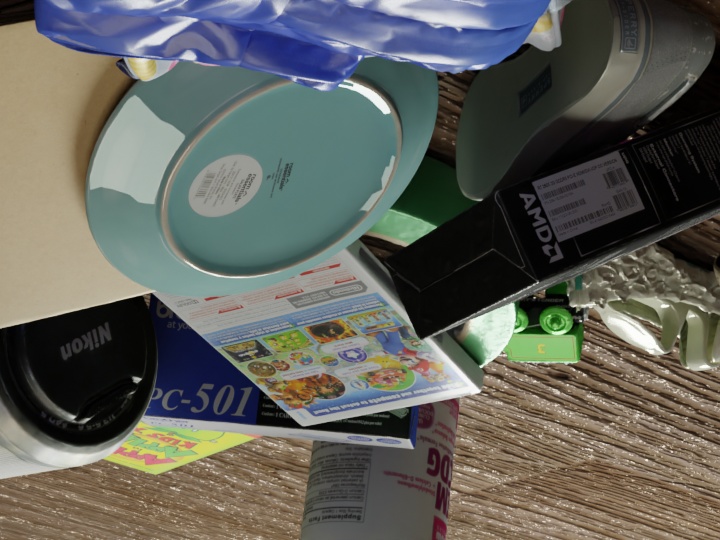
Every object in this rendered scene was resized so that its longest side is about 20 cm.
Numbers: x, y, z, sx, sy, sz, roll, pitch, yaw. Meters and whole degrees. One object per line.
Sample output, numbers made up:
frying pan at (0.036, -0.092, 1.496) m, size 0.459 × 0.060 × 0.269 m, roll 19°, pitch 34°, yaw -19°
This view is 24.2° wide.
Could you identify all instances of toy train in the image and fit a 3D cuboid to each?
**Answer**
toy train at (0.057, 0.036, 1.143) m, size 0.200 × 0.042 × 0.056 m, roll 1°, pitch 126°, yaw 16°

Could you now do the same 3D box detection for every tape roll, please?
tape roll at (0.000, 0.000, 1.038) m, size 0.200 × 0.048 × 0.201 m, roll 8°, pitch 145°, yaw 5°

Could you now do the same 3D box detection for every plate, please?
plate at (-0.043, -0.053, 0.864) m, size 0.200 × 0.026 × 0.200 m, roll -20°, pitch 142°, yaw -17°

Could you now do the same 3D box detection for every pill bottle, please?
pill bottle at (0.013, 0.184, 1.312) m, size 0.113 × 0.200 × 0.113 m, roll 6°, pitch 157°, yaw 3°

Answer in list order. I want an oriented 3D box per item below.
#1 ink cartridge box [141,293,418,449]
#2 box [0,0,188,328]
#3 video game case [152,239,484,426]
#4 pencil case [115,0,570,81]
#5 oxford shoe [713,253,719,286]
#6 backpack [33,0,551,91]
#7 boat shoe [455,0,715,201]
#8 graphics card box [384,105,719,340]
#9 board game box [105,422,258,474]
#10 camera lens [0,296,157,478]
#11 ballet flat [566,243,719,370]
ink cartridge box at (-0.057, 0.071, 1.205) m, size 0.200 × 0.094 × 0.044 m, roll 4°, pitch 164°, yaw 8°
box at (-0.145, -0.054, 0.836) m, size 0.163 × 0.021 × 0.200 m, roll -14°, pitch 139°, yaw -17°
video game case at (-0.034, 0.029, 1.032) m, size 0.143 × 0.018 × 0.200 m, roll -14°, pitch 138°, yaw 31°
pencil case at (-0.010, -0.128, 0.720) m, size 0.200 × 0.083 × 0.091 m, roll -4°, pitch -167°, yaw 4°
oxford shoe at (0.295, -0.007, 0.958) m, size 0.200 × 0.071 × 0.075 m, roll -24°, pitch 122°, yaw 35°
backpack at (-0.017, -0.153, 0.596) m, size 0.200 × 0.163 × 0.168 m, roll 4°, pitch 150°, yaw -17°
boat shoe at (0.109, -0.080, 0.839) m, size 0.071 × 0.070 × 0.201 m, roll 5°, pitch 164°, yaw -19°
graphics card box at (0.125, -0.031, 0.841) m, size 0.200 × 0.051 × 0.125 m, roll -23°, pitch 176°, yaw -28°
board game box at (-0.166, 0.121, 1.417) m, size 0.101 × 0.048 × 0.200 m, roll 21°, pitch 153°, yaw -28°
camera lens at (-0.254, 0.065, 1.173) m, size 0.200 × 0.160 × 0.160 m, roll -14°, pitch 148°, yaw 41°
ballet flat at (0.201, 0.028, 1.068) m, size 0.200 × 0.072 × 0.072 m, roll 22°, pitch 153°, yaw -31°
